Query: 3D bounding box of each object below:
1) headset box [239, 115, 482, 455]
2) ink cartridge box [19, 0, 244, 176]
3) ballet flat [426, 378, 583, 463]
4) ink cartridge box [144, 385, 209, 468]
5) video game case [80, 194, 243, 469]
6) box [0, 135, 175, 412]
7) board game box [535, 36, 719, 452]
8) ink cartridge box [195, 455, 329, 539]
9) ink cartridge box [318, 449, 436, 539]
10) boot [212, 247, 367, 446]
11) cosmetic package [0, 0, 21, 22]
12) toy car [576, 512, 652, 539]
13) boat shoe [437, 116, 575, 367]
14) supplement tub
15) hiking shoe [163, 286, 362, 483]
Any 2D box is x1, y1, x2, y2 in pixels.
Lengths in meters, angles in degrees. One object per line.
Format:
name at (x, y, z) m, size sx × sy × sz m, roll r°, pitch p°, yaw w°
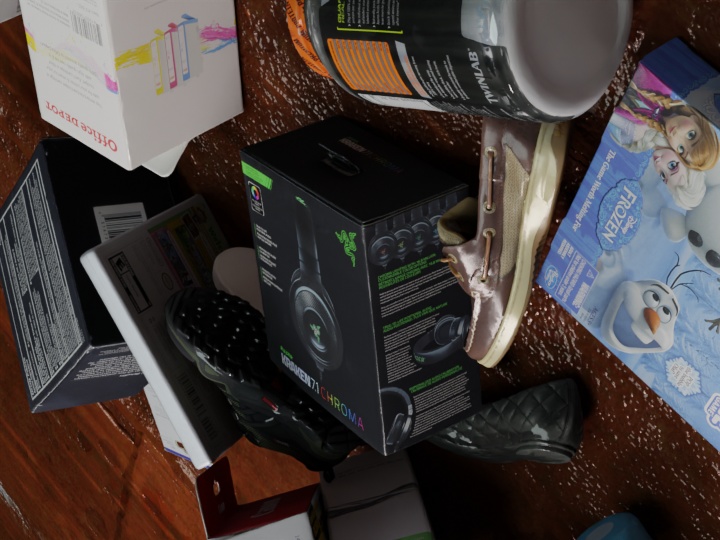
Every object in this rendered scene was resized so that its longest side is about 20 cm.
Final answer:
headset box at (0.000, 0.000, 1.036) m, size 0.174 × 0.092 × 0.202 m, roll 35°, pitch 138°, yaw 49°
ink cartridge box at (-0.184, -0.189, 1.127) m, size 0.128 × 0.125 × 0.202 m, roll 31°, pitch 138°, yaw 35°
ballet flat at (0.102, 0.115, 1.077) m, size 0.066 × 0.057 × 0.199 m, roll 25°, pitch 163°, yaw -30°
ink cartridge box at (-0.193, 0.104, 1.455) m, size 0.099 × 0.039 × 0.202 m, roll 13°, pitch 124°, yaw 48°
video game case at (-0.140, 0.047, 1.220) m, size 0.022 × 0.182 × 0.201 m, roll -26°, pitch 95°, yaw 29°
box at (-0.251, 0.003, 1.324) m, size 0.198 × 0.122 × 0.202 m, roll -37°, pitch 65°, yaw 54°
board game box at (0.213, 0.001, 0.833) m, size 0.199 × 0.043 × 0.201 m, roll 43°, pitch 144°, yaw 21°
ink cartridge box at (-0.064, 0.234, 1.139) m, size 0.200 × 0.083 × 0.178 m, roll 68°, pitch -173°, yaw -88°
ink cartridge box at (0.029, 0.256, 1.157) m, size 0.200 × 0.083 × 0.147 m, roll -106°, pitch -1°, yaw -69°
boot at (-0.057, 0.067, 1.212) m, size 0.199 × 0.072 × 0.091 m, roll 38°, pitch 136°, yaw 27°
cosmetic package at (-0.333, -0.324, 1.284) m, size 0.083 × 0.050 × 0.201 m, roll 49°, pitch 146°, yaw 15°
toy car at (0.164, 0.308, 0.962) m, size 0.176 × 0.200 × 0.185 m, roll -34°, pitch 95°, yaw 28°
boat shoe at (0.086, -0.024, 0.933) m, size 0.071 × 0.072 × 0.201 m, roll 14°, pitch 131°, yaw 4°
supplement tub at (0.053, -0.157, 0.846) m, size 0.199 × 0.122 × 0.124 m, roll 14°, pitch 127°, yaw 47°
hiking shoe at (-0.091, 0.100, 1.165) m, size 0.200 × 0.076 × 0.101 m, roll 40°, pitch 139°, yaw 10°
